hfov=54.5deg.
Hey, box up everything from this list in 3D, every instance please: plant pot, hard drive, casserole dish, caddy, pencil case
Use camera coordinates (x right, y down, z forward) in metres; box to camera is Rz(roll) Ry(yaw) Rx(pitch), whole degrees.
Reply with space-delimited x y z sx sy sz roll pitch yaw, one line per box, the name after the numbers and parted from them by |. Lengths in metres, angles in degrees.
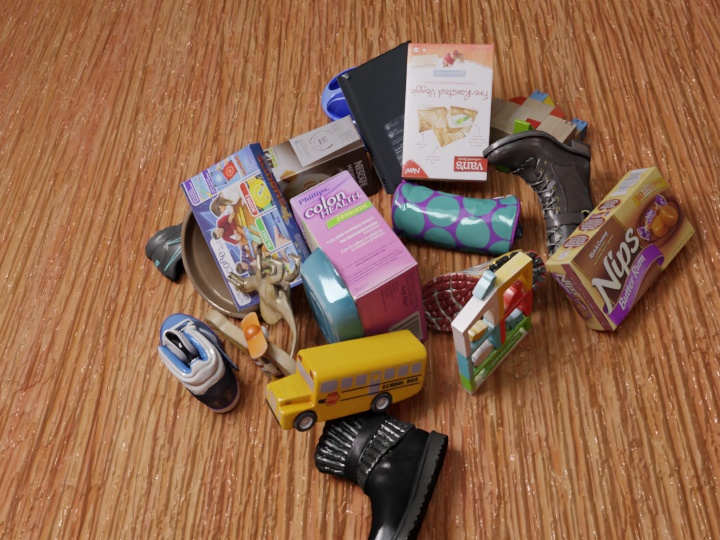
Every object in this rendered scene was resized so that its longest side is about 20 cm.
-0.170 -0.037 1.075 0.196 0.206 0.093 6 16 18 | plant pot
0.062 -0.246 1.125 0.138 0.203 0.033 -30 16 -19 | hard drive
-0.037 0.057 0.934 0.038 0.201 0.122 -27 59 -12 | casserole dish
0.031 -0.295 1.218 0.195 0.106 0.144 -5 54 10 | caddy
0.144 -0.081 1.057 0.196 0.085 0.094 11 75 20 | pencil case

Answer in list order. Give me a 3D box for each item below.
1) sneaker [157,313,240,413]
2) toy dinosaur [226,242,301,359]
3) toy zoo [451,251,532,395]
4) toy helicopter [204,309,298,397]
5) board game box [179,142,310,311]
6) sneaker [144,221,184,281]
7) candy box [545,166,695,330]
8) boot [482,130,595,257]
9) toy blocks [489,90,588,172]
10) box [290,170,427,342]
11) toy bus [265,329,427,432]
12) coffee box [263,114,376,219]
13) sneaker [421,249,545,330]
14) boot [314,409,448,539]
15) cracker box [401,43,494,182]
-0.247 0.101 0.990 0.080 0.148 0.200 -35 55 -12 | sneaker
-0.110 0.029 0.931 0.057 0.103 0.199 0 24 -38 | toy dinosaur
0.169 0.064 0.879 0.131 0.202 0.020 -43 57 -18 | toy zoo
-0.151 0.106 0.972 0.198 0.133 0.079 28 66 29 | toy helicopter
-0.159 -0.059 0.994 0.133 0.204 0.034 -21 6 25 | board game box
-0.259 -0.061 1.164 0.199 0.076 0.080 -39 69 -6 | sneaker
0.354 -0.031 0.948 0.200 0.117 0.056 -44 15 -18 | candy box
0.268 -0.097 0.983 0.195 0.069 0.178 2 75 -20 | boot
0.278 -0.235 1.136 0.198 0.101 0.137 27 54 27 | toy blocks
0.000 0.000 0.978 0.095 0.178 0.201 -28 53 -11 | box
-0.017 0.135 0.871 0.196 0.080 0.065 -8 31 -26 | toy bus
-0.084 -0.154 1.146 0.196 0.115 0.081 -23 52 -2 | coffee box
0.169 0.030 0.989 0.196 0.082 0.080 -19 87 18 | sneaker
0.006 0.263 0.852 0.155 0.081 0.213 16 46 17 | boot
0.135 -0.240 1.076 0.131 0.058 0.205 3 94 8 | cracker box
